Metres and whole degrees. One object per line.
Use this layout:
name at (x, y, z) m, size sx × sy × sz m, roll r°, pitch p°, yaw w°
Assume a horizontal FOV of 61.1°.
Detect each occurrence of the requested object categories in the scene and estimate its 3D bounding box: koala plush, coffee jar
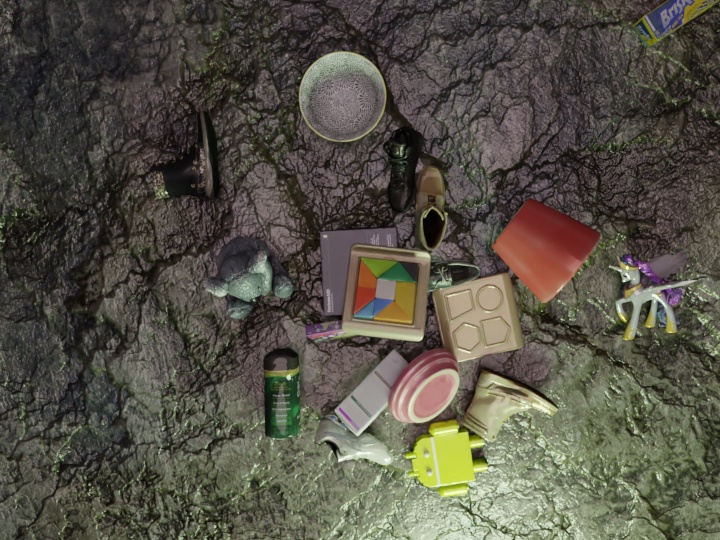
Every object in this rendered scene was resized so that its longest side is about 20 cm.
koala plush at (-0.270, 0.010, 1.398) m, size 0.176 × 0.200 × 0.185 m, roll -26°, pitch 92°, yaw 3°
coffee jar at (-0.187, 0.290, 1.458) m, size 0.084 × 0.104 × 0.202 m, roll -1°, pitch 93°, yaw -1°

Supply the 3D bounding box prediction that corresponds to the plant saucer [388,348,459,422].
plant saucer at (0.156, 0.276, 1.411) m, size 0.201 × 0.200 × 0.051 m, roll -52°, pitch 47°, yaw 3°

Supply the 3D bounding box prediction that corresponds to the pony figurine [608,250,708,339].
pony figurine at (0.679, 0.046, 1.412) m, size 0.191 × 0.167 × 0.202 m, roll -10°, pitch 108°, yaw 10°

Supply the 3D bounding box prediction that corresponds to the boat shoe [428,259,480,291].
boat shoe at (0.188, 0.007, 1.410) m, size 0.198 × 0.071 × 0.073 m, roll -14°, pitch 96°, yaw -26°

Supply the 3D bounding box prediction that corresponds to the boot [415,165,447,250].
boot at (0.163, -0.146, 1.400) m, size 0.071 × 0.155 × 0.202 m, roll 5°, pitch 93°, yaw 1°

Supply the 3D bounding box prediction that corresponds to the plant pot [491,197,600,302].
plant pot at (0.410, -0.057, 1.390) m, size 0.177 × 0.200 × 0.201 m, roll 38°, pitch 93°, yaw 8°

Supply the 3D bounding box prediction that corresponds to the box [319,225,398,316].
box at (0.000, 0.000, 1.438) m, size 0.180 × 0.104 × 0.202 m, roll -2°, pitch 93°, yaw 0°

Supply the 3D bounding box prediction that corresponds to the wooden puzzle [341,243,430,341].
wooden puzzle at (0.058, 0.047, 1.351) m, size 0.183 × 0.037 × 0.202 m, roll 6°, pitch 82°, yaw 3°

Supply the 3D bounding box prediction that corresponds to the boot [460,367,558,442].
boot at (0.355, 0.342, 1.460) m, size 0.198 × 0.073 × 0.157 m, roll 24°, pitch 93°, yaw 2°

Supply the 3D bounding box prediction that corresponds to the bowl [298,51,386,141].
bowl at (-0.040, -0.395, 1.424) m, size 0.198 × 0.094 × 0.203 m, roll 0°, pitch 92°, yaw 1°

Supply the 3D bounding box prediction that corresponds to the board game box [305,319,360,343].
board game box at (-0.019, 0.136, 1.430) m, size 0.198 × 0.120 × 0.033 m, roll -10°, pitch 69°, yaw 7°

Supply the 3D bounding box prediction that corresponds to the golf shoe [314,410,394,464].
golf shoe at (-0.020, 0.427, 1.456) m, size 0.199 × 0.098 × 0.079 m, roll 27°, pitch 138°, yaw 5°

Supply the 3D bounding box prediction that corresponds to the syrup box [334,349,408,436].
syrup box at (0.035, 0.288, 1.432) m, size 0.200 × 0.079 × 0.081 m, roll -43°, pitch 75°, yaw -11°

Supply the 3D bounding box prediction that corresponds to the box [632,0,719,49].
box at (0.739, -0.603, 1.407) m, size 0.199 × 0.064 × 0.070 m, roll -34°, pitch 91°, yaw 4°

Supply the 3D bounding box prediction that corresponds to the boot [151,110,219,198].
boot at (-0.421, -0.270, 1.453) m, size 0.152 × 0.073 × 0.206 m, roll -4°, pitch 93°, yaw 4°

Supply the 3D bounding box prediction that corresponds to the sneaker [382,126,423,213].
sneaker at (0.088, -0.236, 1.413) m, size 0.076 × 0.114 × 0.202 m, roll 13°, pitch 94°, yaw 29°

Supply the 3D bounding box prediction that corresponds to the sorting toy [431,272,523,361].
sorting toy at (0.282, 0.114, 1.474) m, size 0.198 × 0.036 × 0.187 m, roll -13°, pitch 93°, yaw -2°

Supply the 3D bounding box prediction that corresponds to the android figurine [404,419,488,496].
android figurine at (0.208, 0.457, 1.488) m, size 0.198 × 0.041 × 0.184 m, roll -7°, pitch 93°, yaw 0°
